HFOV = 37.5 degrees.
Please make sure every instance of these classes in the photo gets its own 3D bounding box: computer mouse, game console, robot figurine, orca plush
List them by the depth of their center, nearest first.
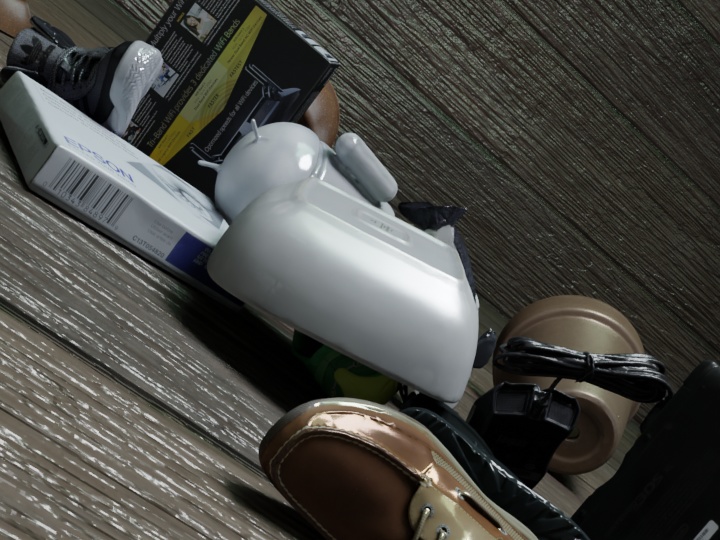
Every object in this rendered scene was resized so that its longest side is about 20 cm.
[{"bbox_3d":[0.216,0.174,0.714,0.116,0.201,0.176,35,7,-28],"label":"game console"},{"bbox_3d":[0.147,0.109,0.788,0.138,0.201,0.046,9,49,-3],"label":"computer mouse"},{"bbox_3d":[-0.047,-0.050,0.930,0.200,0.169,0.113,40,23,-27],"label":"robot figurine"},{"bbox_3d":[0.058,0.032,0.952,0.071,0.104,0.202,-122,-163,-69],"label":"orca plush"}]

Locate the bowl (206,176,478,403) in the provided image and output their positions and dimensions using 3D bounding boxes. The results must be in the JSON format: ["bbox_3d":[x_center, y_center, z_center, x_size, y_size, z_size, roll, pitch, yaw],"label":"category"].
[{"bbox_3d":[0.000,0.000,0.754,0.198,0.075,0.200,27,12,-2],"label":"bowl"}]

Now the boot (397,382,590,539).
[{"bbox_3d":[0.080,0.155,0.683,0.198,0.073,0.162,44,-1,7],"label":"boot"}]

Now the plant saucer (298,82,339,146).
[{"bbox_3d":[-0.121,-0.152,1.115,0.200,0.200,0.037,36,35,-31],"label":"plant saucer"}]

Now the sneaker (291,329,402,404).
[{"bbox_3d":[-0.009,0.051,0.838,0.083,0.074,0.200,42,6,-11],"label":"sneaker"}]

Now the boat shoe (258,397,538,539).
[{"bbox_3d":[0.035,0.133,0.530,0.199,0.076,0.072,35,9,-24],"label":"boat shoe"}]

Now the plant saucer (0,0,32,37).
[{"bbox_3d":[-0.436,-0.328,1.163,0.200,0.037,0.200,40,5,-4],"label":"plant saucer"}]

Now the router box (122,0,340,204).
[{"bbox_3d":[-0.141,-0.169,1.022,0.157,0.201,0.052,40,13,1],"label":"router box"}]

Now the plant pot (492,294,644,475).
[{"bbox_3d":[0.254,0.156,1.300,0.200,0.201,0.175,39,25,-7],"label":"plant pot"}]

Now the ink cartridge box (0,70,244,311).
[{"bbox_3d":[-0.184,-0.071,0.815,0.199,0.041,0.200,35,8,-40],"label":"ink cartridge box"}]

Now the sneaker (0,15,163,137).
[{"bbox_3d":[-0.236,-0.162,0.879,0.113,0.076,0.200,30,-15,-16],"label":"sneaker"}]
